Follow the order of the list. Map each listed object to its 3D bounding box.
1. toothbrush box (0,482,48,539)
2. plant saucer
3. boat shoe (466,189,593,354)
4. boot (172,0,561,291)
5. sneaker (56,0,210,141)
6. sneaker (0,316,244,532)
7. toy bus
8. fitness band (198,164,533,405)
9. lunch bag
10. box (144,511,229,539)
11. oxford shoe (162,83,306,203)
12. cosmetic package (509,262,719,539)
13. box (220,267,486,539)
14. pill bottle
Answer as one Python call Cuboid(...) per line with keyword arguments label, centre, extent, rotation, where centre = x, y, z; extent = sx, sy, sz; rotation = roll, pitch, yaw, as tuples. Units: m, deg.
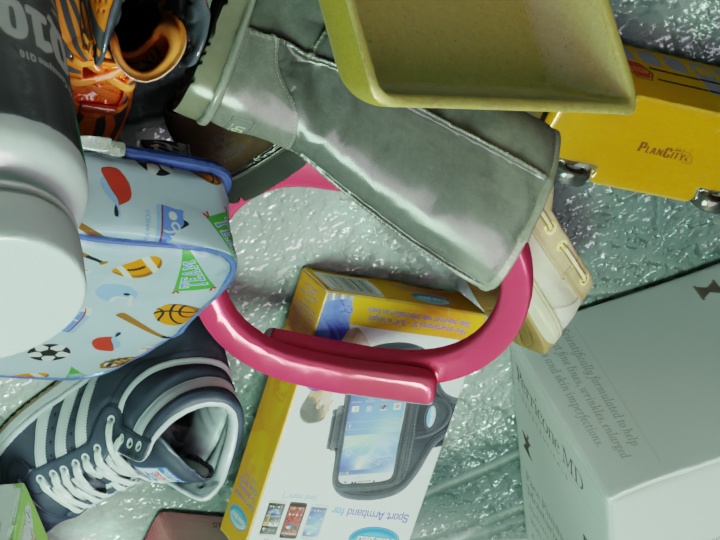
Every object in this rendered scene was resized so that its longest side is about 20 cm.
Cuboid(label="toothbrush box", centre=(-0.246, 0.228, 1.455), extent=(0.144, 0.087, 0.201), rotation=(-5, 134, 9))
Cuboid(label="plant saucer", centre=(0.037, -0.165, 1.227), extent=(0.199, 0.202, 0.048), rotation=(-1, 161, -46))
Cuboid(label="boat shoe", centre=(0.081, -0.043, 1.441), extent=(0.069, 0.074, 0.201), rotation=(-43, 128, -20))
Cuboid(label="boot", centre=(0.019, -0.109, 1.264), extent=(0.199, 0.073, 0.183), rotation=(23, 82, -11))
Cuboid(label="sneaker", centre=(-0.133, -0.110, 1.245), extent=(0.077, 0.112, 0.201), rotation=(-3, 128, -23))
Cuboid(label="sneaker", centre=(-0.148, 0.113, 1.424), extent=(0.200, 0.109, 0.070), rotation=(-45, 132, 13))
Cuboid(label="toy bus", centre=(0.177, -0.087, 1.438), extent=(0.199, 0.078, 0.065), rotation=(9, 123, -31))
Cuboid(label="fitness band", centre=(0.000, 0.000, 1.394), extent=(0.198, 0.037, 0.145), rotation=(9, 115, 4))
Cuboid(label="lunch bag", centre=(-0.163, -0.008, 1.294), extent=(0.159, 0.076, 0.200), rotation=(8, 151, -28))
Cuboid(label="box", centre=(-0.064, 0.260, 1.521), extent=(0.127, 0.200, 0.109), rotation=(10, 121, -32))
Cuboid(label="oxford shoe", centre=(-0.021, -0.124, 1.319), extent=(0.200, 0.073, 0.084), rotation=(-39, 127, 5))
Cuboid(label="cosmetic package", centre=(0.204, 0.136, 1.575), extent=(0.164, 0.165, 0.201), rotation=(-18, 132, -11))
Cuboid(label="box", centre=(-0.008, 0.104, 1.500), extent=(0.118, 0.041, 0.202), rotation=(8, 106, -31))
Cuboid(label="pill bottle", centre=(-0.189, -0.065, 1.145), extent=(0.112, 0.201, 0.113), rotation=(-10, 146, -7))
